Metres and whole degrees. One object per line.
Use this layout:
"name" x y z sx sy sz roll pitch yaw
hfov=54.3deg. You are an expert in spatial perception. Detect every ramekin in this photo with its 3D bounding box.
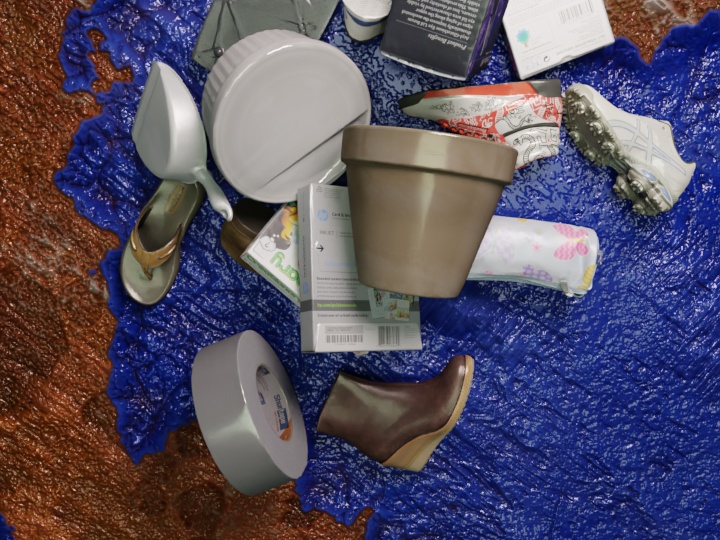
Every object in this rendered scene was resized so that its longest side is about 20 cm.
"ramekin" -0.095 -0.188 0.834 0.202 0.094 0.203 -19 135 -21

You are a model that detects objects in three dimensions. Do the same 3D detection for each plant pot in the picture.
"plant pot" 0.068 -0.063 0.798 0.200 0.200 0.174 8 95 2

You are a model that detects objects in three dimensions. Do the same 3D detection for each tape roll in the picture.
"tape roll" -0.139 0.181 0.908 0.066 0.200 0.201 -23 101 8

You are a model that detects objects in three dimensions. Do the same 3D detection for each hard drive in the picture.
"hard drive" -0.109 -0.318 0.870 0.135 0.042 0.200 31 104 -4

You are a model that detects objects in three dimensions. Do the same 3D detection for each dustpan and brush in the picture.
"dustpan and brush" -0.214 -0.139 0.865 0.140 0.057 0.200 -52 56 44

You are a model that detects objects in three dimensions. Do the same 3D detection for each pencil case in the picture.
"pencil case" 0.200 -0.022 0.900 0.200 0.083 0.091 8 89 2

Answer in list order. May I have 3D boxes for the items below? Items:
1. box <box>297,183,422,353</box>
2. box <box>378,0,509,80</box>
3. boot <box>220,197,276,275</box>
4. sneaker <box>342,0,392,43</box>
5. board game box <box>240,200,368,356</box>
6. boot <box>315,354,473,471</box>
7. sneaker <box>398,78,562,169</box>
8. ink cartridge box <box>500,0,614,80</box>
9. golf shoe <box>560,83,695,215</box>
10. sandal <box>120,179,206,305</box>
"box" 0.000 0.000 0.867 0.156 0.041 0.200 2 83 -32
"box" 0.112 -0.325 0.774 0.104 0.148 0.200 21 117 11
"boot" -0.099 -0.011 0.942 0.200 0.074 0.075 38 132 -10
"sneaker" 0.023 -0.353 0.838 0.080 0.115 0.200 25 74 -4
"board game box" -0.038 -0.001 0.901 0.200 0.035 0.126 41 64 -12
"boot" 0.046 0.175 0.960 0.166 0.072 0.200 26 107 -5
"sneaker" 0.150 -0.176 0.876 0.201 0.067 0.108 -4 103 4
"ink cartridge box" 0.217 -0.348 0.846 0.119 0.042 0.200 -20 104 9
"golf shoe" 0.335 -0.166 0.877 0.097 0.078 0.200 -44 101 -9
"sandal" -0.267 -0.045 0.937 0.082 0.055 0.200 30 103 -4
